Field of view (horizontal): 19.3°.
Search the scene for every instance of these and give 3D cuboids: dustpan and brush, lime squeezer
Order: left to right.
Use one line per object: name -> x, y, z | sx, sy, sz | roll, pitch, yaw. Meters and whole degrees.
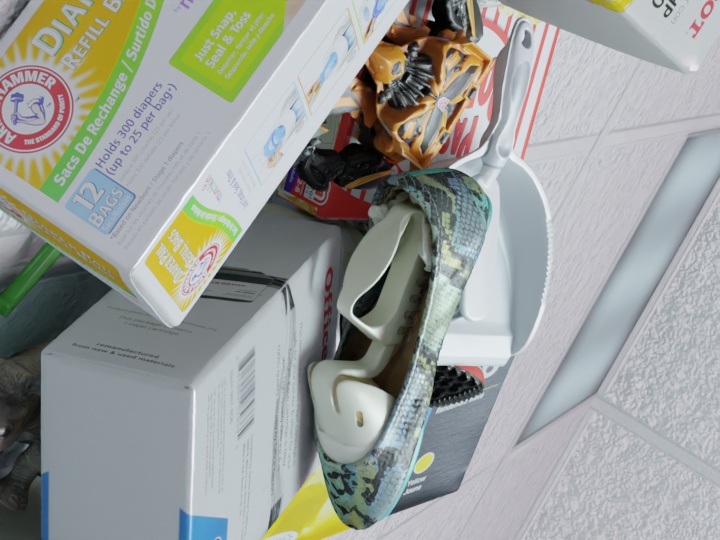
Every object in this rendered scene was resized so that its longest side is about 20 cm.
lime squeezer -> -0.106, -0.055, 1.060 | 0.200, 0.038, 0.071 | -49, 163, -35
dustpan and brush -> 0.064, -0.042, 1.185 | 0.139, 0.057, 0.200 | 3, 95, -40

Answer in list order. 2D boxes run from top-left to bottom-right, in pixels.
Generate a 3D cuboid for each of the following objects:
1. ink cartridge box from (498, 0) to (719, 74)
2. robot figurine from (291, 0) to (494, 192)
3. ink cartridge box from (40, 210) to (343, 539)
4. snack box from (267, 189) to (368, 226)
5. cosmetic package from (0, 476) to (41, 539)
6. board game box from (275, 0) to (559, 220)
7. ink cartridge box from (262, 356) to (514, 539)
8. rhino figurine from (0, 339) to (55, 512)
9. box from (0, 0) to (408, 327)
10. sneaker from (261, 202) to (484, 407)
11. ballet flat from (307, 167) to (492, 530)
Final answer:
ink cartridge box -> 0.108, -0.220, 1.074 | 0.200, 0.145, 0.147 | 32, 88, -48
robot figurine -> -0.007, -0.116, 1.083 | 0.200, 0.058, 0.145 | 31, 91, -47
ink cartridge box -> -0.083, 0.070, 1.089 | 0.200, 0.084, 0.145 | -48, 146, -59
snack box -> -0.015, -0.009, 1.308 | 0.142, 0.053, 0.200 | -12, 131, -39
cosmetic package -> -0.202, 0.176, 1.142 | 0.105, 0.071, 0.200 | -61, 166, 11
board game box -> 0.043, -0.127, 1.203 | 0.151, 0.046, 0.200 | 0, 111, -44
ink cartridge box -> 0.013, 0.081, 1.343 | 0.198, 0.047, 0.200 | -13, 137, -39
rhino figurine -> -0.165, 0.073, 1.082 | 0.087, 0.060, 0.200 | -56, 165, 3
box -> -0.076, -0.093, 0.926 | 0.200, 0.112, 0.101 | -56, 167, -9
sneaker -> 0.001, 0.000, 1.242 | 0.070, 0.200, 0.093 | -23, -135, 41
ballet flat -> 0.006, 0.039, 1.116 | 0.074, 0.074, 0.200 | 1, 106, -74
